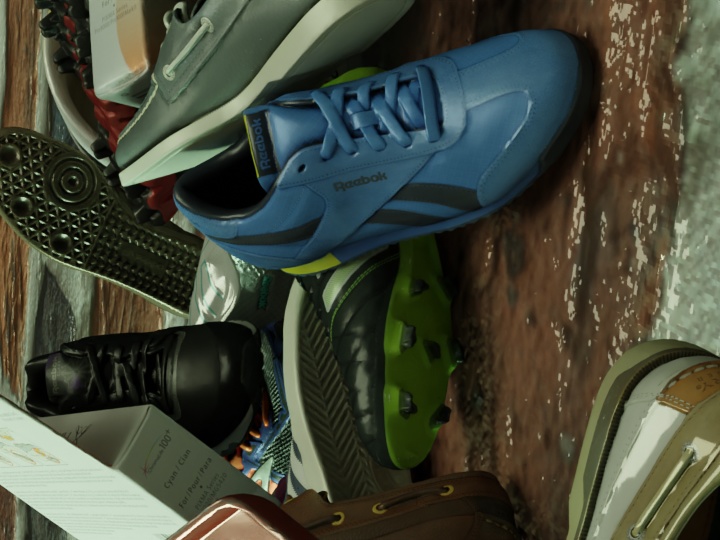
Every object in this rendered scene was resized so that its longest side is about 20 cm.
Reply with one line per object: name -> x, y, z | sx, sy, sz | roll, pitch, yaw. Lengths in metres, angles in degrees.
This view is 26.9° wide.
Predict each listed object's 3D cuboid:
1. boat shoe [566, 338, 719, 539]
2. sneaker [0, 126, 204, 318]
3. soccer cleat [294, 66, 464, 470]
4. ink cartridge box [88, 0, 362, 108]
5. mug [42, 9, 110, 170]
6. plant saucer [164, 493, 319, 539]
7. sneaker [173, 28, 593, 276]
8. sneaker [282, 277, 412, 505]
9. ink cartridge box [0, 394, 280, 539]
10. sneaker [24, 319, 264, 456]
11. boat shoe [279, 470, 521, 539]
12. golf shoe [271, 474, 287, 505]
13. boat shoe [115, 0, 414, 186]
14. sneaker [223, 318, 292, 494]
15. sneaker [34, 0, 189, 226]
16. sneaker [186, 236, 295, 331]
boat shoe -> 0.097, 0.127, 0.489 | 0.068, 0.074, 0.202 | -148, 62, -71
sneaker -> -0.179, -0.028, 1.033 | 0.071, 0.200, 0.075 | -56, 22, -6
soccer cleat -> 0.000, 0.000, 0.721 | 0.081, 0.067, 0.201 | -16, 66, 29
ink cartridge box -> -0.070, -0.173, 0.797 | 0.050, 0.162, 0.202 | -15, 73, 40
mug -> -0.131, -0.141, 1.011 | 0.188, 0.149, 0.153 | -67, 8, -14
plant saucer -> -0.036, 0.189, 0.640 | 0.200, 0.199, 0.037 | -39, 17, 34
sneaker -> 0.003, -0.052, 0.639 | 0.199, 0.078, 0.066 | -23, 59, 36
sneaker -> -0.013, 0.095, 0.763 | 0.084, 0.074, 0.202 | -34, 59, 59
ink cartridge box -> -0.162, 0.098, 0.827 | 0.200, 0.176, 0.045 | -13, 43, 57
sneaker -> -0.131, 0.069, 0.861 | 0.200, 0.087, 0.076 | -18, 68, 54
boat shoe -> -0.021, 0.137, 0.678 | 0.072, 0.199, 0.068 | 57, -154, -46
golf shoe -> -0.036, 0.209, 0.828 | 0.091, 0.075, 0.202 | 170, 101, -71
boat shoe -> -0.054, -0.099, 0.671 | 0.200, 0.073, 0.062 | -32, 83, 46
sneaker -> -0.066, 0.114, 0.891 | 0.075, 0.078, 0.201 | -119, 35, -49
sneaker -> -0.116, -0.116, 0.845 | 0.071, 0.098, 0.201 | 49, 164, 37
sneaker -> -0.070, 0.012, 0.934 | 0.080, 0.070, 0.201 | -111, 35, -61
